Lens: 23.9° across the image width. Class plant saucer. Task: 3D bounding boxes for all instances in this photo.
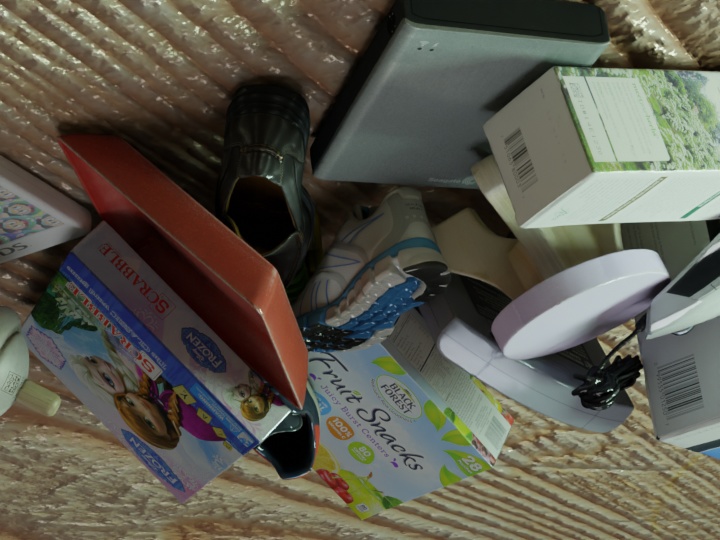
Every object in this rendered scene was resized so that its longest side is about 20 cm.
[{"bbox_3d":[-0.114,-0.005,1.203,0.037,0.200,0.200,-45,159,-13],"label":"plant saucer"}]

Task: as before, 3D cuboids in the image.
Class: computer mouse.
[{"bbox_3d":[0.237,0.027,1.219,0.200,0.044,0.110,-46,166,12],"label":"computer mouse"}]

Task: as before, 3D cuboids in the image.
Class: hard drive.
[{"bbox_3d":[0.060,-0.116,1.130,0.139,0.033,0.200,2,155,-19],"label":"hard drive"}]

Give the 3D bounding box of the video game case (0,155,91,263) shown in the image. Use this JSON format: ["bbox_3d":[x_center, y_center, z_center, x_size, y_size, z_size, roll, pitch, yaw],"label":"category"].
[{"bbox_3d":[-0.323,-0.044,1.210,0.182,0.024,0.200,-17,154,22],"label":"video game case"}]

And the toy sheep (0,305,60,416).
[{"bbox_3d":[-0.311,0.057,1.247,0.199,0.138,0.138,20,154,0],"label":"toy sheep"}]

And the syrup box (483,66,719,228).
[{"bbox_3d":[0.189,-0.082,1.130,0.199,0.079,0.081,-3,157,-37],"label":"syrup box"}]

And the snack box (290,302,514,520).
[{"bbox_3d":[0.003,0.103,1.443,0.168,0.068,0.200,-27,113,40],"label":"snack box"}]

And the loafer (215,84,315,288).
[{"bbox_3d":[-0.071,-0.038,1.176,0.073,0.072,0.200,6,144,5],"label":"loafer"}]

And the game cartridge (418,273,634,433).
[{"bbox_3d":[0.121,0.054,1.316,0.200,0.133,0.041,27,111,-33],"label":"game cartridge"}]

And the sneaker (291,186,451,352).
[{"bbox_3d":[0.000,0.000,1.270,0.075,0.087,0.200,7,153,-32],"label":"sneaker"}]

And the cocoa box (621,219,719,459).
[{"bbox_3d":[0.299,0.031,1.308,0.133,0.201,0.131,-25,151,35],"label":"cocoa box"}]

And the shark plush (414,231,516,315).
[{"bbox_3d":[0.080,0.028,1.422,0.083,0.091,0.200,33,151,-9],"label":"shark plush"}]

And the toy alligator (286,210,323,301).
[{"bbox_3d":[-0.059,-0.021,1.285,0.059,0.054,0.200,-6,156,-1],"label":"toy alligator"}]

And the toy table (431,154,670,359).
[{"bbox_3d":[0.140,-0.017,1.218,0.183,0.117,0.200,-27,165,6],"label":"toy table"}]

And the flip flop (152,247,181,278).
[{"bbox_3d":[-0.148,0.038,1.395,0.081,0.058,0.200,-6,139,-14],"label":"flip flop"}]

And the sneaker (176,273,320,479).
[{"bbox_3d":[-0.083,0.086,1.346,0.075,0.085,0.200,-24,126,12],"label":"sneaker"}]

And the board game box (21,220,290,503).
[{"bbox_3d":[-0.168,0.078,1.327,0.041,0.200,0.200,-45,-179,-31],"label":"board game box"}]
